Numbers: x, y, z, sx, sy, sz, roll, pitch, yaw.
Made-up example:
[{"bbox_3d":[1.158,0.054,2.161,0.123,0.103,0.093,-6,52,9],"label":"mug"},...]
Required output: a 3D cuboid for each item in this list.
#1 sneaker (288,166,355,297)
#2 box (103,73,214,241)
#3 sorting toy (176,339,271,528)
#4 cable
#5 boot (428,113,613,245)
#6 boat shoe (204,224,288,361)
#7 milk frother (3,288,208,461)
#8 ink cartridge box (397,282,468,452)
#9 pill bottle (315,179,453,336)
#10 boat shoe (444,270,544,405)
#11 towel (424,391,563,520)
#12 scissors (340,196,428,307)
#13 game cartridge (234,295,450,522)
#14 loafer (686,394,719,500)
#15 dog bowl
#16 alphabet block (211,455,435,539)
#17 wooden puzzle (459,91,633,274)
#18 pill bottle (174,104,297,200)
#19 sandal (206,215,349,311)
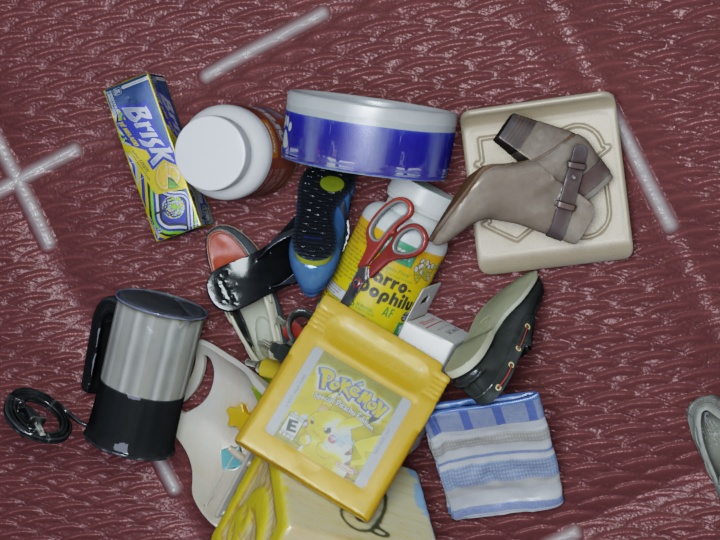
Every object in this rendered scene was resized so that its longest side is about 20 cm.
[{"bbox_3d":[-0.048,-0.055,1.730,0.066,0.200,0.079,8,136,4],"label":"sneaker"},{"bbox_3d":[-0.250,-0.141,1.800,0.064,0.070,0.201,-20,91,11],"label":"box"},{"bbox_3d":[-0.164,0.183,1.802,0.180,0.107,0.200,40,117,22],"label":"sorting toy"},{"bbox_3d":[-0.041,0.119,1.715,0.200,0.050,0.097,32,84,19],"label":"cable"},{"bbox_3d":[0.191,-0.077,1.656,0.146,0.070,0.200,35,94,-6],"label":"boot"},{"bbox_3d":[-0.142,0.035,1.797,0.071,0.063,0.201,-25,88,15],"label":"boat shoe"},{"bbox_3d":[-0.312,0.120,1.761,0.180,0.200,0.189,19,101,27],"label":"milk frother"},{"bbox_3d":[0.071,0.120,1.730,0.067,0.117,0.201,26,100,12],"label":"ink cartridge box"},{"bbox_3d":[0.036,-0.012,1.728,0.113,0.113,0.200,29,100,8],"label":"pill bottle"},{"bbox_3d":[0.167,0.076,1.686,0.063,0.201,0.074,48,137,-12],"label":"boat shoe"},{"bbox_3d":[0.158,0.223,1.713,0.146,0.024,0.200,-8,130,11],"label":"towel"},{"bbox_3d":[0.000,0.000,1.677,0.200,0.014,0.073,-44,74,18],"label":"scissors"},{"bbox_3d":[-0.017,0.153,1.629,0.176,0.032,0.200,30,74,4],"label":"game cartridge"},{"bbox_3d":[0.441,0.240,1.686,0.070,0.070,0.200,-32,88,13],"label":"loafer"},{"bbox_3d":[0.010,-0.158,1.677,0.199,0.200,0.079,10,100,11],"label":"dog bowl"},{"bbox_3d":[-0.046,0.333,1.687,0.199,0.196,0.197,19,114,-20],"label":"alphabet block"},{"bbox_3d":[0.222,-0.104,1.718,0.185,0.046,0.201,-7,98,13],"label":"wooden puzzle"},{"bbox_3d":[-0.148,-0.140,1.711,0.112,0.200,0.113,1,96,12],"label":"pill bottle"},{"bbox_3d":[-0.093,-0.012,1.760,0.200,0.043,0.076,-34,89,-13],"label":"sandal"}]
